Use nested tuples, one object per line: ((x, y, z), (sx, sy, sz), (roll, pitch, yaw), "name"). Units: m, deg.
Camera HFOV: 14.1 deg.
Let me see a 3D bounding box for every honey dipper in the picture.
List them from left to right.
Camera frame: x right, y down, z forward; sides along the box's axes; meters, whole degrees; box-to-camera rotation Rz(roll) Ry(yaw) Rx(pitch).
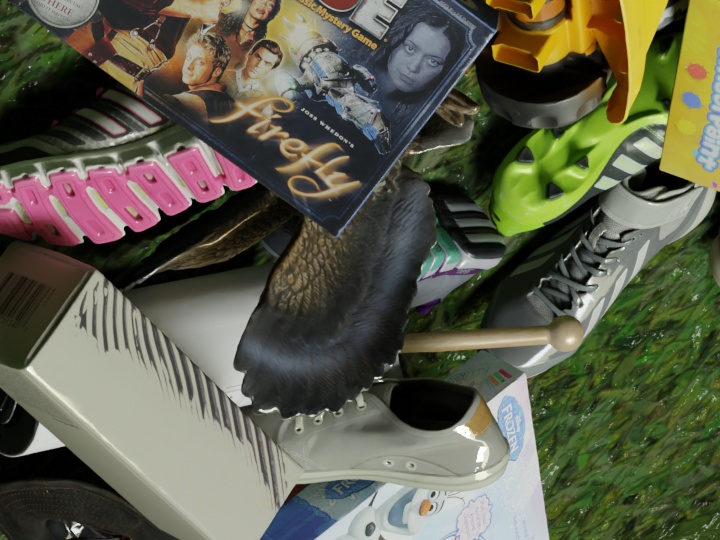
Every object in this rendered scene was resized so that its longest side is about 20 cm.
((0.036, 0.043, 1.774), (0.199, 0.038, 0.038), (-5, 144, -1), "honey dipper")

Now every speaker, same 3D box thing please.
((-0.123, 0.050, 1.660), (0.199, 0.081, 0.081), (-12, 140, -37), "speaker")

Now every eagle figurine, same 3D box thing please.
((-0.030, -0.038, 1.591), (0.150, 0.152, 0.201), (22, 104, -11), "eagle figurine")

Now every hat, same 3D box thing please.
((-0.126, 0.152, 1.752), (0.201, 0.200, 0.081), (78, 32, -56), "hat")

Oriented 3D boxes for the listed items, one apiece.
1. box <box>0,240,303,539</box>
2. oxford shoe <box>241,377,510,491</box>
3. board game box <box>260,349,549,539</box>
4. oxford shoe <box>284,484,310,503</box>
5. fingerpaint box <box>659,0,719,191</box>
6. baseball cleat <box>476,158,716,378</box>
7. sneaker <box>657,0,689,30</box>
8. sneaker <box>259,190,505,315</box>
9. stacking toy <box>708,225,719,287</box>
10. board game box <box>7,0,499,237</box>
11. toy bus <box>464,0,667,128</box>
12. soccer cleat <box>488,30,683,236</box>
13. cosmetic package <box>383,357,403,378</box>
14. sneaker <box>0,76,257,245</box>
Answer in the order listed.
((-0.124, 0.072, 1.560), (0.069, 0.082, 0.200), (-56, 132, -14), "box")
((-0.010, 0.089, 1.722), (0.075, 0.199, 0.058), (-64, 151, -53), "oxford shoe")
((0.033, 0.183, 1.812), (0.199, 0.043, 0.201), (-35, 134, -29), "board game box")
((0.015, 0.148, 1.848), (0.073, 0.071, 0.200), (-45, 148, 2), "oxford shoe")
((0.243, -0.168, 1.698), (0.200, 0.073, 0.167), (93, 21, -52), "fingerpaint box")
((0.147, -0.016, 1.868), (0.200, 0.070, 0.107), (-45, 162, -9), "baseball cleat")
((0.122, -0.180, 1.630), (0.199, 0.076, 0.088), (-17, 137, -32), "sneaker")
((0.000, 0.000, 1.737), (0.199, 0.075, 0.088), (5, 137, -48), "sneaker")
((0.287, -0.071, 1.950), (0.085, 0.085, 0.201), (-22, 139, -26), "stacking toy")
((-0.051, -0.128, 1.417), (0.136, 0.200, 0.035), (-52, -171, 20), "board game box")
((0.077, -0.193, 1.503), (0.192, 0.199, 0.136), (-60, 154, -32), "toy bus")
((0.159, -0.088, 1.806), (0.199, 0.068, 0.081), (-31, 172, -20), "soccer cleat")
((-0.039, 0.121, 1.872), (0.150, 0.052, 0.200), (-30, 148, -10), "cosmetic package")
((-0.114, -0.078, 1.516), (0.199, 0.088, 0.074), (-17, 148, 9), "sneaker")
